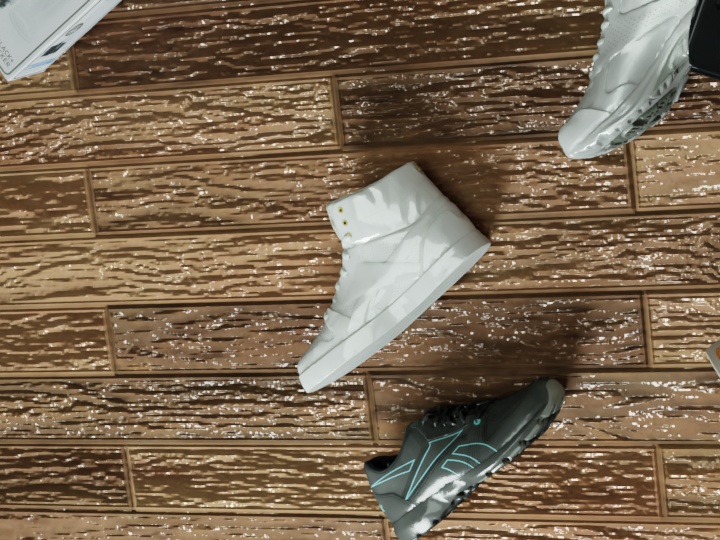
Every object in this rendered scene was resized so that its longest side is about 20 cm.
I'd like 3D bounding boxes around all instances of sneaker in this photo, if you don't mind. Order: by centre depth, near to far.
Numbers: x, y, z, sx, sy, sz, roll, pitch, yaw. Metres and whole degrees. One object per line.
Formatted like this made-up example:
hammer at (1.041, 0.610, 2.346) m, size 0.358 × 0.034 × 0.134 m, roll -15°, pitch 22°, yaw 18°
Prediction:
sneaker at (0.210, -0.174, 1.641) m, size 0.099 × 0.078 × 0.200 m, roll 46°, pitch 107°, yaw 16°
sneaker at (0.081, 0.141, 1.765) m, size 0.200 × 0.075 × 0.079 m, roll -42°, pitch 81°, yaw 26°
sneaker at (0.000, 0.000, 1.776) m, size 0.200 × 0.074 × 0.116 m, roll -43°, pitch 81°, yaw 17°

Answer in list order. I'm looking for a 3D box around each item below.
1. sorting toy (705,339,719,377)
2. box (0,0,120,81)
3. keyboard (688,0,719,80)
sorting toy at (0.386, 0.095, 1.616) m, size 0.179 × 0.107 × 0.201 m, roll -35°, pitch 86°, yaw 8°
box at (-0.250, -0.266, 1.831) m, size 0.200 × 0.060 × 0.117 m, roll -38°, pitch 85°, yaw 27°
keyboard at (0.341, -0.179, 1.564) m, size 0.198 × 0.021 × 0.128 m, roll 15°, pitch 114°, yaw -3°
